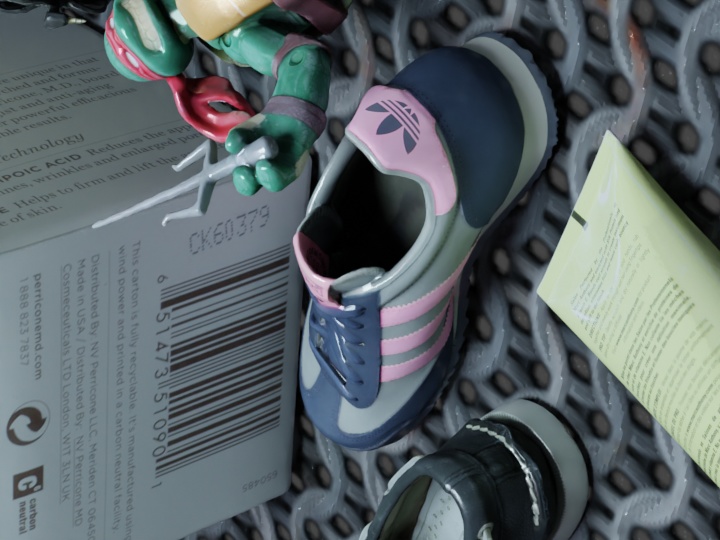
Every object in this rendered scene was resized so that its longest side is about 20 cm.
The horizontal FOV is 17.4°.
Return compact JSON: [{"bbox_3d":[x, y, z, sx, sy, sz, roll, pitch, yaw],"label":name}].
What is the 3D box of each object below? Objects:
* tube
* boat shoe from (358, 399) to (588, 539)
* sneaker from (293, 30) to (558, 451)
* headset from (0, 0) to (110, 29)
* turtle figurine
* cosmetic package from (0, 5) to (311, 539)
[{"bbox_3d":[0.129,0.045,0.750,0.058,0.052,0.200,-45,60,6],"label":"tube"},{"bbox_3d":[0.022,0.128,0.905,0.076,0.060,0.200,45,137,28],"label":"boat shoe"},{"bbox_3d":[0.000,0.000,0.853,0.070,0.082,0.200,44,137,25],"label":"sneaker"},{"bbox_3d":[-0.080,-0.184,0.854,0.123,0.094,0.200,40,123,33],"label":"headset"},{"bbox_3d":[-0.038,-0.112,0.800,0.200,0.101,0.150,-37,91,22],"label":"turtle figurine"},{"bbox_3d":[-0.147,0.006,0.970,0.200,0.165,0.165,30,128,40],"label":"cosmetic package"}]
